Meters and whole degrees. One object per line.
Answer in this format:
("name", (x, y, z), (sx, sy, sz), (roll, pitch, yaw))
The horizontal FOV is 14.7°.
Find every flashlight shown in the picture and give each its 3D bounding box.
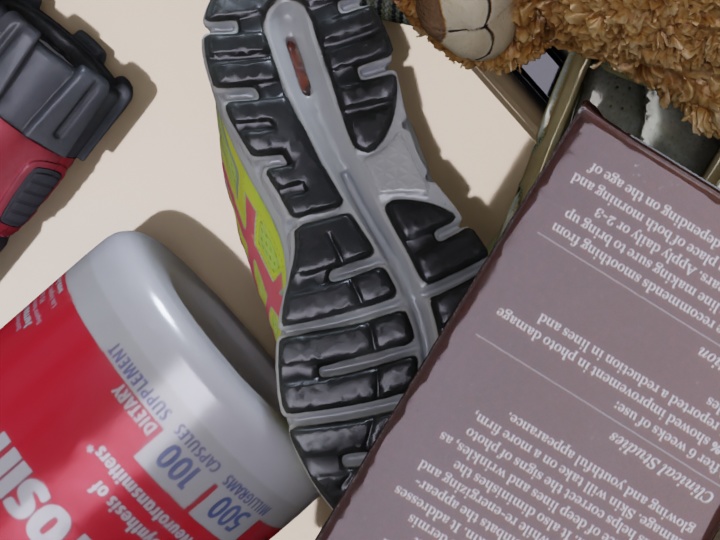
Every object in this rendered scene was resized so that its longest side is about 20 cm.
("flashlight", (-0.163, -0.005, 0.950), (0.068, 0.068, 0.200), (37, 101, -20))

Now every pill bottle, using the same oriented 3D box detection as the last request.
("pill bottle", (-0.116, 0.090, 0.929), (0.200, 0.112, 0.112), (-41, 91, 6))

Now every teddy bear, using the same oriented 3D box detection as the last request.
("teddy bear", (0.093, -0.091, 0.843), (0.199, 0.145, 0.067), (12, 67, 6))

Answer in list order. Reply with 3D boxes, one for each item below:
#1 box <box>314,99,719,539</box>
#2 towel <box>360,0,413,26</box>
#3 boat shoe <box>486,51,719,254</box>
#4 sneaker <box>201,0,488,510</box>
("box", (0.056, 0.062, 0.825), (0.100, 0.075, 0.200), (32, 93, 4))
("towel", (-0.013, -0.192, 0.945), (0.192, 0.035, 0.201), (13, 98, 5))
("boat shoe", (0.092, -0.041, 0.930), (0.073, 0.063, 0.201), (33, 96, 0))
("sneaker", (0.000, 0.000, 0.918), (0.078, 0.090, 0.201), (-12, 77, -7))
